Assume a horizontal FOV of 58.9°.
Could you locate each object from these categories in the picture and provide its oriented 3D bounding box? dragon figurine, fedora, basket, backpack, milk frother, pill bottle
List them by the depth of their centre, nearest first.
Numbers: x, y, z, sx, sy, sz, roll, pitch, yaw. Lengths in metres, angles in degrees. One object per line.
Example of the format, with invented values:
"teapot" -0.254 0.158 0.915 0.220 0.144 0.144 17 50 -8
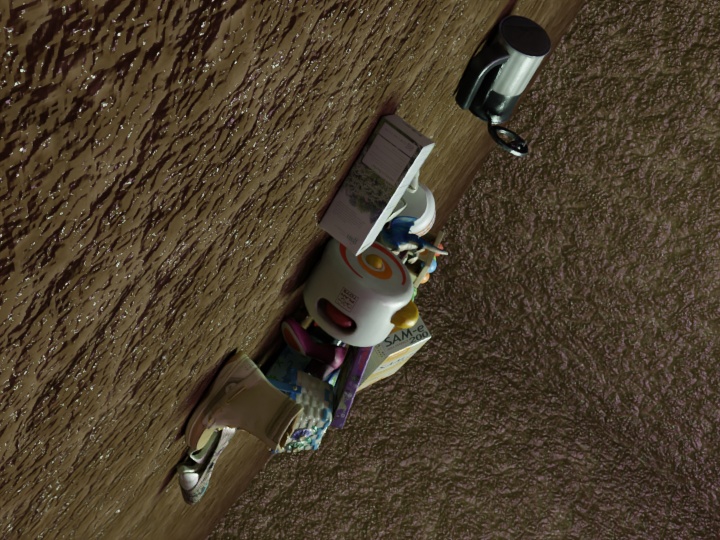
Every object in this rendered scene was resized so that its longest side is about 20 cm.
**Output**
"basket" -0.158 0.274 1.258 0.178 0.195 0.141 114 -13 -46
"dragon figurine" 0.086 -0.071 1.277 0.195 0.102 0.059 -3 155 -14
"milk frother" 0.316 -0.371 1.312 0.180 0.199 0.189 -44 169 -32
"pill bottle" 0.109 -0.135 1.394 0.113 0.111 0.200 -53 173 3
"backpack" -0.132 0.240 1.443 0.185 0.145 0.201 -55 168 -20
"fedora" -0.086 0.175 1.651 0.202 0.091 0.201 -53 173 -9

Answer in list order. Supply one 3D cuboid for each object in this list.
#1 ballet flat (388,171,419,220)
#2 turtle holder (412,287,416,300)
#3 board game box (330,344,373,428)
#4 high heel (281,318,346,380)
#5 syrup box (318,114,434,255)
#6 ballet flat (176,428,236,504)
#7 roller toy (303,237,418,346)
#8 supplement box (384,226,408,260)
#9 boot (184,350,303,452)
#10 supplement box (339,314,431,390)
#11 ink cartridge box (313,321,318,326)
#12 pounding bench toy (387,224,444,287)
"ballet flat" 0.073 -0.158 1.239 0.201 0.070 0.071 -52 173 -15
"turtle holder" 0.042 0.046 1.586 0.133 0.181 0.142 -92 164 -47
"board game box" -0.017 0.196 1.267 0.120 0.032 0.204 -88 -162 -74
"high heel" -0.093 0.139 1.302 0.096 0.067 0.202 -48 141 -22
"syrup box" 0.024 -0.131 0.988 0.202 0.078 0.081 -57 172 23
"ballet flat" -0.308 0.358 1.221 0.203 0.067 0.075 -60 151 4
"roller toy" 0.000 0.031 1.152 0.179 0.202 0.141 10 127 -33
"supplement box" 0.000 0.000 1.306 0.201 0.108 0.061 -51 -176 -20
"boot" -0.194 0.255 1.056 0.202 0.154 0.073 -56 172 17
"supplement box" 0.051 0.178 1.390 0.124 0.074 0.201 -19 158 -33
"ink cartridge box" -0.011 0.068 1.408 0.199 0.047 0.163 27 85 -61
"pounding bench toy" 0.116 -0.030 1.671 0.126 0.154 0.201 -62 179 -33
